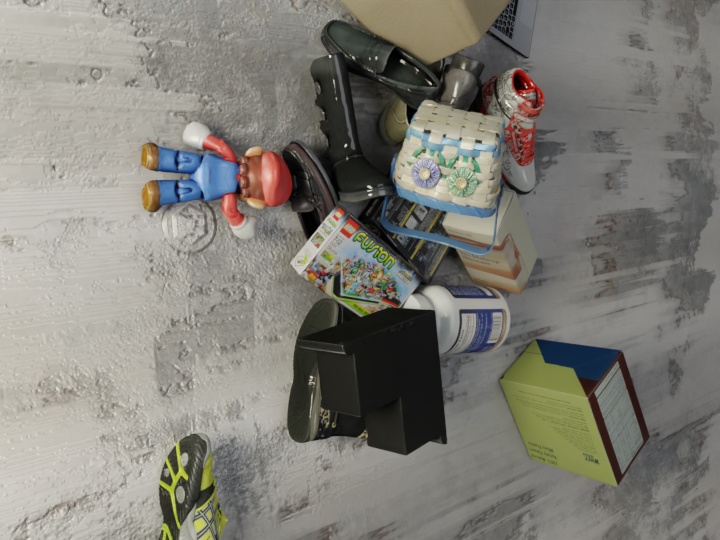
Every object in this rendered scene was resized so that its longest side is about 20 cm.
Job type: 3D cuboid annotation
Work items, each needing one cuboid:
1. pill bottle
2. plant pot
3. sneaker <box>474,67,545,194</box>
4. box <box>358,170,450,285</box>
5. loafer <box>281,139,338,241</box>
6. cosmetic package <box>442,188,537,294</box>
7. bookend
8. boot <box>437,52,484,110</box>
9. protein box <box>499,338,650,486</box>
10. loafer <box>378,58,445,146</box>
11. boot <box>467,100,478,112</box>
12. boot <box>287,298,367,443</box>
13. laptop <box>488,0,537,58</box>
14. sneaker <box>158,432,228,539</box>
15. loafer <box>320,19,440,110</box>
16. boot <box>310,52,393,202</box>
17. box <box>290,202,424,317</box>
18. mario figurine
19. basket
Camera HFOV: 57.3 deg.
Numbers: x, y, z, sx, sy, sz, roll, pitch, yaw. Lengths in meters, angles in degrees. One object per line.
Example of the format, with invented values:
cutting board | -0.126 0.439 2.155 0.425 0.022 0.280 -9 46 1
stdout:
pill bottle | 0.146 0.082 1.090 0.197 0.110 0.114 2 90 -38
plant pot | 0.112 -0.426 0.975 0.178 0.198 0.201 51 58 -23
sneaker | 0.267 -0.232 1.100 0.066 0.107 0.205 -24 93 -29
box | 0.102 -0.105 1.089 0.161 0.049 0.202 45 65 -28
loafer | -0.067 -0.084 0.945 0.063 0.071 0.203 -37 116 -26
cosmetic package | 0.223 -0.051 1.112 0.088 0.102 0.200 -62 144 -17
bookend | 0.023 0.172 0.921 0.197 0.091 0.205 -15 101 -46
boot | 0.141 -0.257 1.050 0.069 0.200 0.134 22 96 8
protein box | 0.403 0.260 1.242 0.134 0.197 0.203 -37 113 -30
loafer | 0.099 -0.292 1.066 0.075 0.069 0.203 32 72 -34
boot | 0.258 -0.236 1.191 0.197 0.074 0.099 22 81 -35
boot | -0.026 0.155 0.987 0.152 0.073 0.208 16 81 -42
laptop | 0.298 -0.523 1.187 0.197 0.115 0.192 16 82 -37
sneaker | -0.212 0.305 0.847 0.075 0.075 0.205 1 101 -45
loafer | 0.033 -0.313 0.977 0.198 0.070 0.069 31 75 -5
boot | -0.016 -0.201 0.921 0.064 0.164 0.205 -11 101 -23
box | 0.000 0.000 0.966 0.111 0.035 0.199 -50 133 4
mario figurine | -0.185 -0.115 0.862 0.196 0.107 0.125 0 128 -28
basket | 0.118 -0.123 0.934 0.140 0.172 0.203 -66 164 -46
